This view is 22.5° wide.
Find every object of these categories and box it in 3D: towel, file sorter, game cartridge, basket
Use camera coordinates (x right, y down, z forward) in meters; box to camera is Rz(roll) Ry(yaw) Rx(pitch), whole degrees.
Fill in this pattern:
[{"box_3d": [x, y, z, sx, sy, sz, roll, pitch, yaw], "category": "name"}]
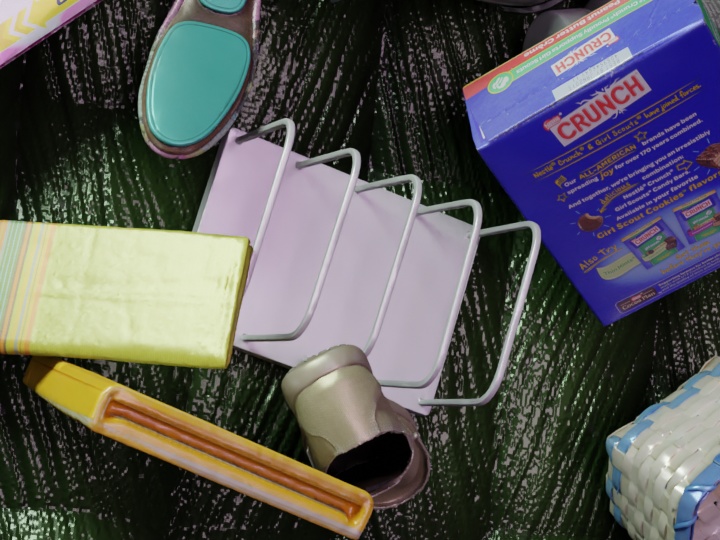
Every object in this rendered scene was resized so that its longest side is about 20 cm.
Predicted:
[{"box_3d": [-0.166, 0.015, 1.094, 0.200, 0.018, 0.086, 3, 69, 15], "category": "towel"}, {"box_3d": [0.000, 0.000, 1.185, 0.200, 0.124, 0.139, 21, 79, -22], "category": "file sorter"}, {"box_3d": [-0.103, 0.100, 1.090, 0.176, 0.200, 0.032, 26, 86, -21], "category": "game cartridge"}, {"box_3d": [0.283, 0.161, 1.258, 0.176, 0.200, 0.139, -30, 130, -22], "category": "basket"}]

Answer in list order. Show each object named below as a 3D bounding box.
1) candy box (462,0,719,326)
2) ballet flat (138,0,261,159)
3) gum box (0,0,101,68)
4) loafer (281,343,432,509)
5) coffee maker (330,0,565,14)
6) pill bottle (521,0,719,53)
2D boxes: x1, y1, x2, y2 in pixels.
[{"box_3d": [0.188, -0.080, 1.222, 0.169, 0.077, 0.200, -28, 131, 14], "category": "candy box"}, {"box_3d": [-0.100, -0.154, 1.177, 0.069, 0.071, 0.200, 15, 70, -11], "category": "ballet flat"}, {"box_3d": [-0.214, -0.204, 1.134, 0.200, 0.066, 0.114, -38, 101, -22], "category": "gum box"}, {"box_3d": [0.001, 0.117, 1.153, 0.076, 0.200, 0.068, -26, 60, 4], "category": "loafer"}, {"box_3d": [0.042, -0.269, 1.214, 0.200, 0.135, 0.192, -1, 60, -38], "category": "coffee maker"}, {"box_3d": [0.221, -0.151, 1.302, 0.200, 0.111, 0.111, -7, 89, -24], "category": "pill bottle"}]
